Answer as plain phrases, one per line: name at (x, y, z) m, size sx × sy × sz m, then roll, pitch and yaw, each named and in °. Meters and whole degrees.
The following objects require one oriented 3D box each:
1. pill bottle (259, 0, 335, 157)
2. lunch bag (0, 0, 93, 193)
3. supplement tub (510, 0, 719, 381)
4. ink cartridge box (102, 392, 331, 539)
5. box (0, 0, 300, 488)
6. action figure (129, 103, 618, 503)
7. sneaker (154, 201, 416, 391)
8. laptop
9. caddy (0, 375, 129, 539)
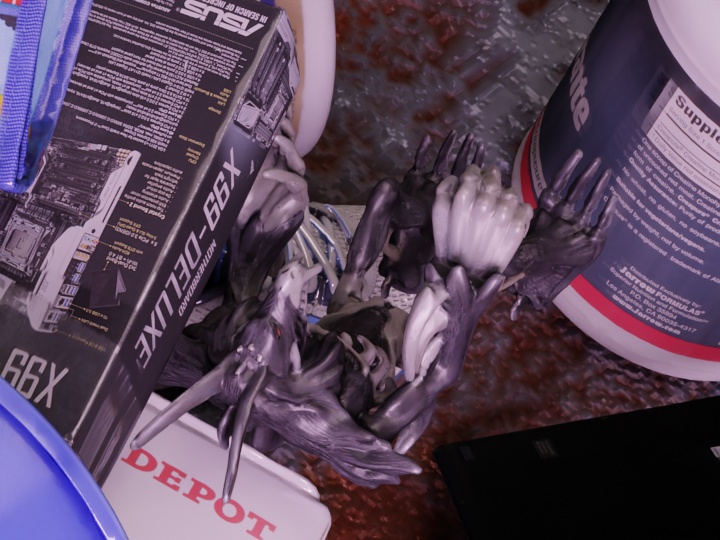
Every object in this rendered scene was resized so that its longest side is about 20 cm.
pill bottle at (-0.118, -0.084, 1.036) m, size 0.199 × 0.116 × 0.116 m, roll -8°, pitch 57°, yaw -18°
lunch bag at (-0.153, -0.110, 0.880) m, size 0.150 × 0.094 × 0.201 m, roll 9°, pitch 78°, yaw 9°
supplement tub at (0.153, -0.065, 1.099) m, size 0.140 × 0.200 × 0.141 m, roll 13°, pitch 49°, yaw -16°
ink cartridge box at (-0.115, 0.127, 0.898) m, size 0.145 × 0.084 × 0.200 m, roll 30°, pitch 48°, yaw 0°
box at (-0.140, -0.038, 0.908) m, size 0.199 × 0.050 × 0.158 m, roll 19°, pitch 68°, yaw 12°
action figure at (0.000, 0.000, 0.948) m, size 0.118 × 0.103 × 0.200 m, roll 21°, pitch 28°, yaw 23°
sneaker at (-0.042, 0.003, 1.031) m, size 0.199 × 0.085 × 0.077 m, roll -10°, pitch 59°, yaw -32°
laptop at (0.141, 0.125, 1.002) m, size 0.199 × 0.117 × 0.187 m, roll -9°, pitch 15°, yaw -4°
caddy at (-0.141, 0.064, 0.786) m, size 0.200 × 0.142 × 0.105 m, roll 42°, pitch 53°, yaw 12°
